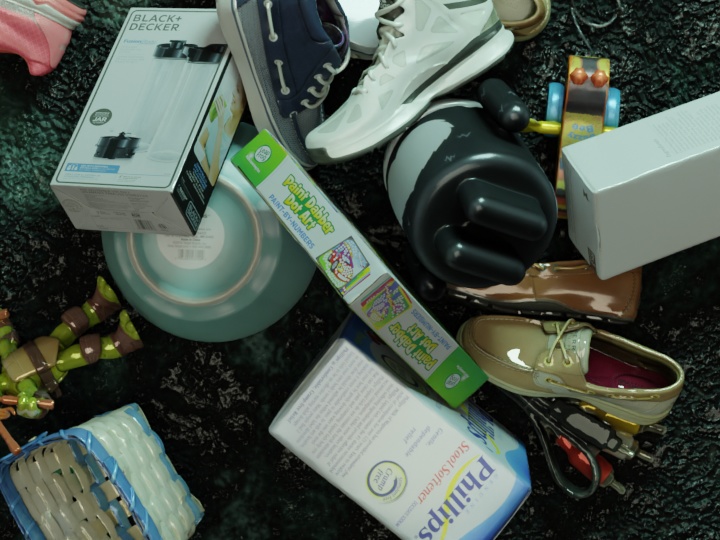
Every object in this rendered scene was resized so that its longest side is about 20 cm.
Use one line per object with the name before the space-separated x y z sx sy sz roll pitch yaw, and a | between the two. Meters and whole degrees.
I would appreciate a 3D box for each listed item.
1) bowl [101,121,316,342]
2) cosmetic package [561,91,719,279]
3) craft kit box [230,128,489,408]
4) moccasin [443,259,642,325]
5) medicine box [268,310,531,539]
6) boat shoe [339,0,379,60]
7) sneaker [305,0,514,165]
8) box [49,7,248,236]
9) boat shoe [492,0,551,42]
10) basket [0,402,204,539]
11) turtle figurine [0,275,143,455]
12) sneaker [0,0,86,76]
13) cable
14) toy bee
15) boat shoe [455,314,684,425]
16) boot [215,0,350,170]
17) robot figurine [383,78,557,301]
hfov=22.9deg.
bowl | -0.135 -0.031 1.534 0.200 0.105 0.201 0 96 3
cosmetic package | 0.272 -0.079 1.479 0.200 0.074 0.102 -18 131 -9
craft kit box | 0.000 0.000 1.441 0.049 0.200 0.198 -40 52 4
moccasin | 0.144 0.000 1.536 0.201 0.074 0.078 6 87 6
medicine box | 0.037 0.142 1.500 0.200 0.182 0.103 38 97 -1
boat shoe | -0.061 -0.241 1.529 0.200 0.066 0.072 23 74 -2
sneaker | 0.019 -0.180 1.452 0.200 0.076 0.115 -36 111 -9
box | -0.166 -0.127 1.479 0.116 0.060 0.200 5 55 22
boat shoe | 0.069 -0.252 1.515 0.200 0.074 0.076 16 96 2
basket | -0.239 0.219 1.513 0.139 0.200 0.177 -27 93 32
turtle figurine | -0.271 0.082 1.542 0.161 0.200 0.064 -29 127 -9
sneaker | -0.345 -0.229 1.543 0.200 0.074 0.087 21 98 1
cable | 0.166 0.126 1.570 0.200 0.050 0.097 34 95 11
toy bee | 0.181 -0.139 1.503 0.131 0.109 0.200 -15 94 7
boat shoe | 0.183 0.073 1.523 0.200 0.066 0.074 15 58 -7
boot | -0.046 -0.163 1.483 0.090 0.073 0.200 0 137 26
robot figurine | 0.086 -0.064 1.445 0.150 0.200 0.125 -29 119 4
